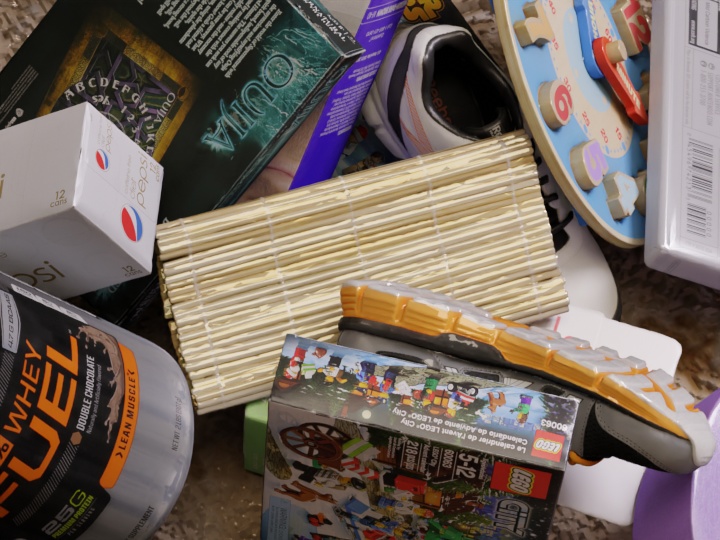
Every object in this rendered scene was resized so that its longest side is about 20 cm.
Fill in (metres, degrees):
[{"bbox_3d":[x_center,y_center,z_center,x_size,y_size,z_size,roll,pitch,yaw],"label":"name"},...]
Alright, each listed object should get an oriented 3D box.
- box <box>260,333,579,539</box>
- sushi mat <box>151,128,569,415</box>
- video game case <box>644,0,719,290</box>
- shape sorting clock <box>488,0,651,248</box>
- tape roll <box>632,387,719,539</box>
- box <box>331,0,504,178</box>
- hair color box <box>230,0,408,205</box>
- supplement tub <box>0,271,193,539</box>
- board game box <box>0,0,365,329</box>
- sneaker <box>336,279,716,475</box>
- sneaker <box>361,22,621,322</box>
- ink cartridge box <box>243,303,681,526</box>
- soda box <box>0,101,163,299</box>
[{"bbox_3d":[0.023,0.107,1.378,0.136,0.200,0.038,13,60,5],"label":"box"},{"bbox_3d":[0.000,0.000,1.451,0.199,0.012,0.096,-15,90,-9],"label":"sushi mat"},{"bbox_3d":[0.237,-0.065,1.573,0.181,0.023,0.201,17,56,-17],"label":"video game case"},{"bbox_3d":[0.119,-0.110,1.536,0.039,0.200,0.201,-19,56,21],"label":"shape sorting clock"},{"bbox_3d":[0.234,0.137,1.420,0.199,0.066,0.201,8,65,-19],"label":"tape roll"},{"bbox_3d":[-0.001,-0.102,1.601,0.136,0.040,0.200,-25,63,-19],"label":"box"},{"bbox_3d":[-0.062,-0.087,1.499,0.109,0.201,0.065,30,23,14],"label":"hair color box"},{"bbox_3d":[-0.185,0.060,1.384,0.199,0.122,0.123,26,47,-40],"label":"supplement tub"},{"bbox_3d":[-0.106,-0.085,1.467,0.135,0.200,0.028,46,25,8],"label":"board game box"},{"bbox_3d":[0.074,0.065,1.395,0.199,0.078,0.078,18,94,26],"label":"sneaker"},{"bbox_3d":[0.070,-0.041,1.510,0.074,0.080,0.200,-40,99,-19],"label":"sneaker"},{"bbox_3d":[0.052,0.068,1.483,0.199,0.067,0.118,17,61,7],"label":"ink cartridge box"},{"bbox_3d":[-0.198,-0.017,1.459,0.199,0.068,0.064,-16,53,28],"label":"soda box"}]
